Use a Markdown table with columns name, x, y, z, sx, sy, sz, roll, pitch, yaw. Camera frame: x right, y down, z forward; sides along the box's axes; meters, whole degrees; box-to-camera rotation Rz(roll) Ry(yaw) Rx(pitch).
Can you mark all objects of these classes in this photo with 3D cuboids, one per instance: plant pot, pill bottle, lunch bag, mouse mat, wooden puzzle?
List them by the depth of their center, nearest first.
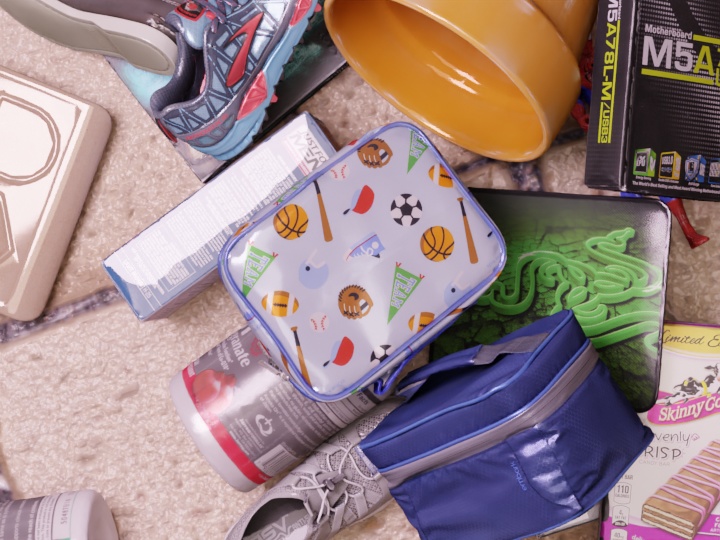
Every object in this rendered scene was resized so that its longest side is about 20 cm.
| name | x | y | z | sx | sy | sz | roll | pitch | yaw |
| --- | --- | --- | --- | --- | --- | --- | --- | --- | --- |
| lunch bag | 0.000 | 0.000 | 1.345 | 0.200 | 0.076 | 0.161 | -37 | 93 | -8 |
| lunch bag | 0.097 | 0.118 | 1.360 | 0.199 | 0.136 | 0.133 | -27 | 97 | 42 |
| plant pot | 0.102 | -0.215 | 1.383 | 0.199 | 0.200 | 0.184 | 33 | 75 | 4 |
| mouse mat | 0.143 | 0.020 | 1.413 | 0.199 | 0.008 | 0.162 | 5 | 91 | 31 |
| pill bottle | -0.041 | 0.075 | 1.431 | 0.199 | 0.111 | 0.111 | -35 | 87 | 4 |
| pill bottle | -0.297 | 0.243 | 1.456 | 0.198 | 0.113 | 0.114 | -9 | 90 | 5 |
| wooden puzzle | -0.321 | -0.078 | 1.493 | 0.199 | 0.046 | 0.187 | 21 | 93 | 0 |

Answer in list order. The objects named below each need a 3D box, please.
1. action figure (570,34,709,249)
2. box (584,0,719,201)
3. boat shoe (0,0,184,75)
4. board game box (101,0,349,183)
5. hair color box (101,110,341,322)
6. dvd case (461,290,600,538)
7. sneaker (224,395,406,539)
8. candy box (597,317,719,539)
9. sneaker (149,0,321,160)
| name | x | y | z | sx | sy | sz | roll | pitch | yaw |
| --- | --- | --- | --- | --- | --- | --- | --- | --- | --- |
| action figure | 0.206 | -0.105 | 1.416 | 0.065 | 0.099 | 0.201 | -25 | 86 | 4 |
| box | 0.259 | -0.149 | 1.377 | 0.199 | 0.047 | 0.195 | 4 | 93 | -37 |
| boat shoe | -0.210 | -0.211 | 1.454 | 0.200 | 0.072 | 0.061 | 22 | 71 | 28 |
| board game box | -0.091 | -0.184 | 1.475 | 0.200 | 0.028 | 0.136 | -40 | 86 | 4 |
| hair color box | -0.100 | -0.041 | 1.441 | 0.199 | 0.100 | 0.061 | -35 | 88 | 4 |
| dvd case | 0.176 | 0.096 | 1.456 | 0.145 | 0.022 | 0.201 | -19 | 88 | 5 |
| sneaker | -0.024 | 0.179 | 1.443 | 0.200 | 0.082 | 0.075 | -43 | 87 | 2 |
| candy box | 0.255 | 0.141 | 1.408 | 0.135 | 0.061 | 0.202 | 4 | 91 | 6 |
| sneaker | -0.095 | -0.184 | 1.370 | 0.095 | 0.079 | 0.201 | 18 | 96 | -36 |
